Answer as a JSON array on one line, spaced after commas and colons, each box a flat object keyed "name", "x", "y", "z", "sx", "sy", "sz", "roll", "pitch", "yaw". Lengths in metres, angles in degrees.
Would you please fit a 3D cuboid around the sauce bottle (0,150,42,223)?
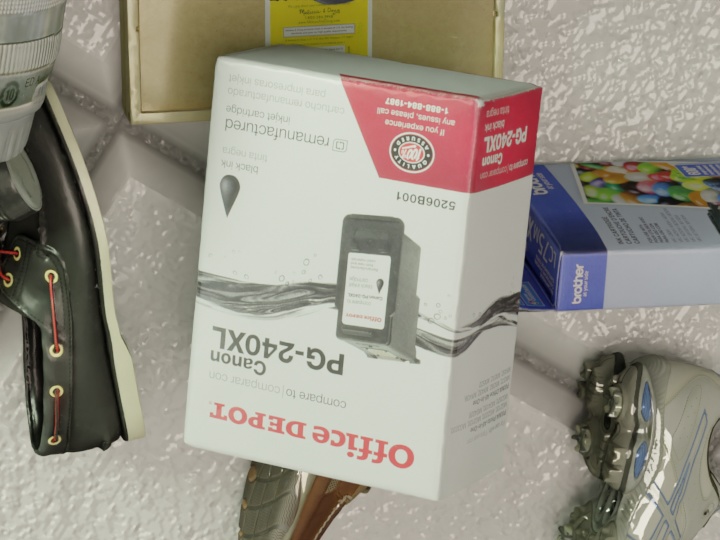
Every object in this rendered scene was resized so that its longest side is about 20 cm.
[{"name": "sauce bottle", "x": -0.252, "y": -0.010, "z": 1.294, "sx": 0.199, "sy": 0.065, "sz": 0.065, "roll": -22, "pitch": 114, "yaw": 9}]

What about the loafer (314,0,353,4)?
[{"name": "loafer", "x": 0.031, "y": -0.215, "z": 1.300, "sx": 0.200, "sy": 0.063, "sz": 0.072, "roll": -47, "pitch": 134, "yaw": -4}]

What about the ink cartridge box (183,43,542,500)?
[{"name": "ink cartridge box", "x": 0.000, "y": 0.000, "z": 1.296, "sx": 0.144, "sy": 0.083, "sz": 0.201, "roll": 11, "pitch": 103, "yaw": 23}]

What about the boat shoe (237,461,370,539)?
[{"name": "boat shoe", "x": -0.005, "y": 0.089, "z": 1.410, "sx": 0.071, "sy": 0.076, "sz": 0.201, "roll": 19, "pitch": 106, "yaw": -22}]

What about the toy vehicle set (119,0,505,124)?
[{"name": "toy vehicle set", "x": -0.024, "y": -0.142, "z": 1.345, "sx": 0.199, "sy": 0.027, "sz": 0.125, "roll": -3, "pitch": 110, "yaw": -13}]

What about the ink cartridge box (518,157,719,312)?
[{"name": "ink cartridge box", "x": 0.150, "y": -0.020, "z": 1.382, "sx": 0.199, "sy": 0.119, "sz": 0.042, "roll": -5, "pitch": 115, "yaw": -12}]

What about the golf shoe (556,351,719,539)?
[{"name": "golf shoe", "x": 0.163, "y": 0.145, "z": 1.474, "sx": 0.097, "sy": 0.078, "sz": 0.201, "roll": 3, "pitch": 110, "yaw": -21}]

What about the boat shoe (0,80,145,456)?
[{"name": "boat shoe", "x": -0.157, "y": 0.002, "z": 1.338, "sx": 0.063, "sy": 0.074, "sz": 0.203, "roll": -13, "pitch": 114, "yaw": -12}]

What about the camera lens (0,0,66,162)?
[{"name": "camera lens", "x": -0.209, "y": -0.164, "z": 1.217, "sx": 0.159, "sy": 0.160, "sz": 0.201, "roll": 6, "pitch": 108, "yaw": -16}]
